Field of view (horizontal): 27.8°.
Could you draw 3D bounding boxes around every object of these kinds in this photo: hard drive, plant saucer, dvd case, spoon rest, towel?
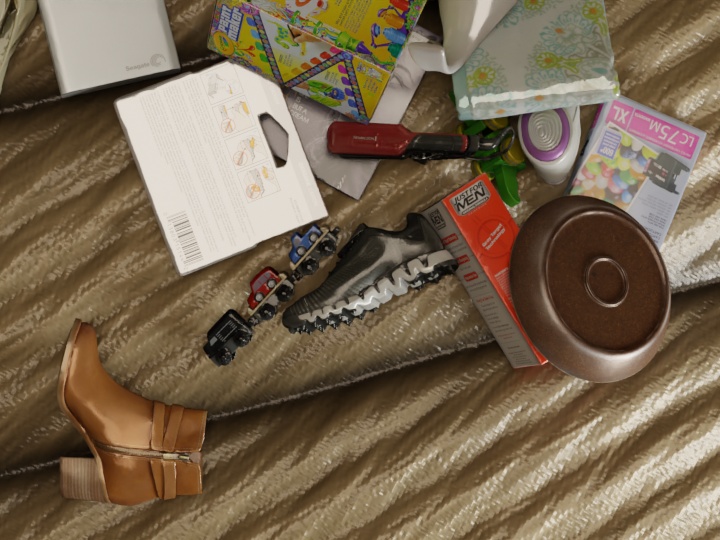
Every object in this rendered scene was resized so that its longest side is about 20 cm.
[{"bbox_3d":[-0.281,-0.299,1.560,0.131,0.027,0.202,-14,90,-12],"label":"hard drive"},{"bbox_3d":[0.248,0.014,1.509,0.199,0.034,0.202,6,74,-23],"label":"plant saucer"},{"bbox_3d":[-0.021,-0.199,1.585,0.148,0.016,0.201,28,88,-2],"label":"dvd case"},{"bbox_3d":[0.109,-0.272,1.504,0.099,0.061,0.201,14,53,25],"label":"spoon rest"},{"bbox_3d":[0.175,-0.253,1.528,0.170,0.048,0.201,-9,61,10],"label":"towel"}]

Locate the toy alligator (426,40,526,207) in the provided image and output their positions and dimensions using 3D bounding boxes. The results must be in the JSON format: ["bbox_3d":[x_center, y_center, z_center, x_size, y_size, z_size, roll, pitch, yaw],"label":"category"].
[{"bbox_3d":[0.134,-0.165,1.578,0.054,0.059,0.201,-22,84,-46],"label":"toy alligator"}]

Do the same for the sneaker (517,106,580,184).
[{"bbox_3d":[0.200,-0.188,1.574,0.074,0.100,0.202,-2,67,15],"label":"sneaker"}]

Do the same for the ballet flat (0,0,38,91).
[{"bbox_3d":[-0.406,-0.226,1.542,0.069,0.069,0.201,23,88,-2],"label":"ballet flat"}]

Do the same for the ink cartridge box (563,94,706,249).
[{"bbox_3d":[0.286,-0.081,1.589,0.119,0.042,0.201,23,90,-2],"label":"ink cartridge box"}]

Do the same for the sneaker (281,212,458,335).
[{"bbox_3d":[0.000,0.000,1.562,0.199,0.066,0.091,-25,75,5],"label":"sneaker"}]

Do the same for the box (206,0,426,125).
[{"bbox_3d":[-0.028,-0.296,1.504,0.191,0.122,0.201,26,68,-2],"label":"box"}]

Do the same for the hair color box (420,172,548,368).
[{"bbox_3d":[0.148,0.003,1.545,0.061,0.101,0.201,-32,92,-13],"label":"hair color box"}]

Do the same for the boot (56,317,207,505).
[{"bbox_3d":[-0.240,0.150,1.537,0.154,0.077,0.202,0,92,-1],"label":"boot"}]

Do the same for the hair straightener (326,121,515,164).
[{"bbox_3d":[0.068,-0.138,1.545,0.198,0.077,0.041,-2,85,15],"label":"hair straightener"}]

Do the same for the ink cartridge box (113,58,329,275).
[{"bbox_3d":[-0.149,-0.118,1.563,0.175,0.045,0.201,-21,91,-2],"label":"ink cartridge box"}]

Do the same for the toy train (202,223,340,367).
[{"bbox_3d":[-0.097,0.021,1.556,0.046,0.034,0.200,43,97,-2],"label":"toy train"}]
